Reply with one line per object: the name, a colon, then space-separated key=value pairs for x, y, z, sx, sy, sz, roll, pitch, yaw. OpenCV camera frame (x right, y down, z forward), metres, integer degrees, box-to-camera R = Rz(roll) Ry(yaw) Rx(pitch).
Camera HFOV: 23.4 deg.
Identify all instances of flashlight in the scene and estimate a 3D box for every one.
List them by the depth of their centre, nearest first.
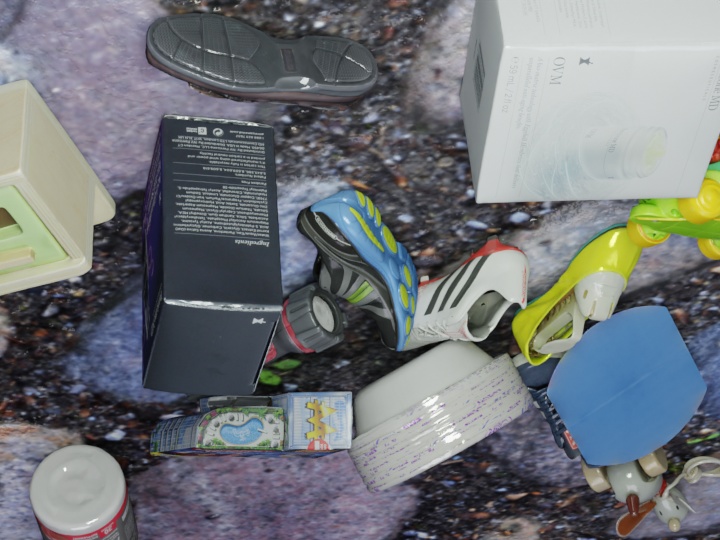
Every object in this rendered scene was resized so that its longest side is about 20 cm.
flashlight: x=-0.107 y=0.080 z=1.788 sx=0.199 sy=0.068 sz=0.068 roll=-27 pitch=123 yaw=29

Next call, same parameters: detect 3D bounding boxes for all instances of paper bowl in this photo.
paper bowl: x=0.073 y=0.143 z=1.821 sx=0.200 sy=0.105 sz=0.201 roll=-30 pitch=177 yaw=-2

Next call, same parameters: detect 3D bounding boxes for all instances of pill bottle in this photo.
pill bottle: x=-0.319 y=0.298 z=2.035 sx=0.110 sy=0.111 sz=0.201 roll=-4 pitch=145 yaw=-2

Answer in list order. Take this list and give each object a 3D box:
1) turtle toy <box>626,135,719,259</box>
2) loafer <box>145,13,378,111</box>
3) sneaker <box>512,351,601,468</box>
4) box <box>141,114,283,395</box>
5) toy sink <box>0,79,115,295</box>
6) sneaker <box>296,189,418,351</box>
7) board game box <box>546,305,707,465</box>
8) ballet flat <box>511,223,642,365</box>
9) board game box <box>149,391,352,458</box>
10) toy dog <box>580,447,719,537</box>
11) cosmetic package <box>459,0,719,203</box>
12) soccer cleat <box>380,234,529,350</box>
turtle toy: x=0.300 y=-0.080 z=1.575 sx=0.198 sy=0.102 sz=0.146 roll=10 pitch=166 yaw=-16
loafer: x=-0.086 y=-0.163 z=1.444 sx=0.198 sy=0.072 sz=0.063 roll=5 pitch=148 yaw=-19
sneaker: x=0.231 y=0.156 z=1.921 sx=0.075 sy=0.085 sz=0.200 roll=-23 pitch=141 yaw=25
box: x=-0.134 y=-0.012 z=1.534 sx=0.103 sy=0.201 sz=0.148 roll=4 pitch=144 yaw=-13
toy sink: x=-0.312 y=-0.052 z=1.533 sx=0.129 sy=0.113 sz=0.200 roll=-12 pitch=145 yaw=11
sneaker: x=0.000 y=0.000 z=1.683 sx=0.082 sy=0.071 sz=0.200 roll=-9 pitch=134 yaw=25
board game box: x=0.282 y=0.119 z=1.888 sx=0.157 sy=0.039 sz=0.200 roll=-34 pitch=124 yaw=0
ballet flat: x=0.224 y=0.032 z=1.759 sx=0.066 sy=0.067 sz=0.200 roll=16 pitch=140 yaw=-26
board game box: x=-0.097 y=0.162 z=1.825 sx=0.199 sy=0.062 sz=0.200 roll=4 pitch=169 yaw=-26
toy dog: x=0.351 y=0.276 z=2.096 sx=0.199 sy=0.097 sz=0.132 roll=21 pitch=138 yaw=-32
cosmetic package: x=0.195 y=-0.162 z=1.431 sx=0.198 sy=0.124 sz=0.200 roll=-3 pitch=145 yaw=-5
soccer cleat: x=0.093 y=0.043 z=1.741 sx=0.068 sy=0.086 sz=0.200 roll=25 pitch=135 yaw=-36
